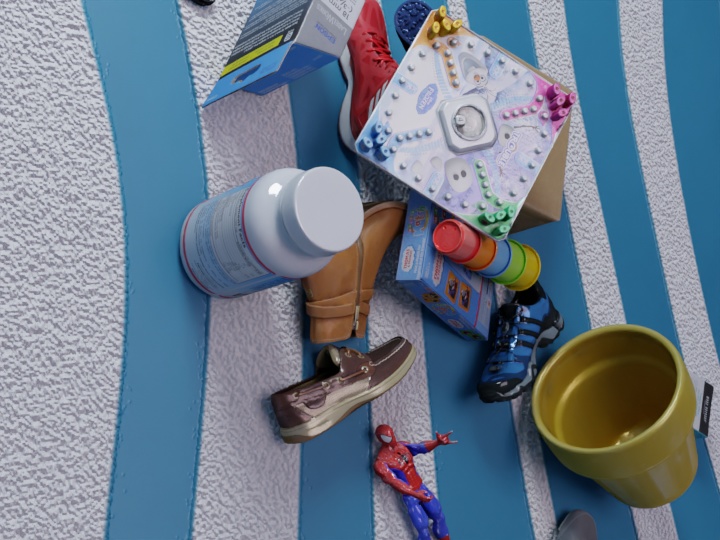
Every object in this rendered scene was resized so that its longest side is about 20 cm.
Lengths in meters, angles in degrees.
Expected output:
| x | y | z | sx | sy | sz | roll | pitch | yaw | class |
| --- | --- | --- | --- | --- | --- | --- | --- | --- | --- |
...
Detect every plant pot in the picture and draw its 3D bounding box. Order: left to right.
| x | y | z | sx | sy | sz | roll | pitch | yaw | class |
| --- | --- | --- | --- | --- | --- | --- | --- | --- | --- |
| 0.348 | 0.203 | 1.410 | 0.189 | 0.200 | 0.201 | 53 | 51 | -37 | plant pot |

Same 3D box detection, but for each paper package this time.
| x | y | z | sx | sy | sz | roll | pitch | yaw | class |
| --- | --- | --- | --- | --- | --- | --- | --- | --- | --- |
| 0.170 | -0.170 | 1.399 | 0.190 | 0.103 | 0.201 | 23 | 67 | -32 | paper package |

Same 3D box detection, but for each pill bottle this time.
| x | y | z | sx | sy | sz | roll | pitch | yaw | class |
| --- | --- | --- | --- | --- | --- | --- | --- | --- | --- |
| -0.090 | -0.040 | 1.089 | 0.108 | 0.199 | 0.110 | 10 | 73 | -38 | pill bottle |

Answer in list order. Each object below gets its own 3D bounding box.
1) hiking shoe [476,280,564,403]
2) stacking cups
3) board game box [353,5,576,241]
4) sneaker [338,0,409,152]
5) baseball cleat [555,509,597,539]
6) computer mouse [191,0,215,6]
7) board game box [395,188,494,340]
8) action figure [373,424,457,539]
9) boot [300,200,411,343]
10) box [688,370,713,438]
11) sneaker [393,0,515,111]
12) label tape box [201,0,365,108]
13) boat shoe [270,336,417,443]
| x | y | z | sx | sy | sz | roll | pitch | yaw | class |
| --- | --- | --- | --- | --- | --- | --- | --- | --- | --- |
| 0.187 | 0.087 | 1.371 | 0.087 | 0.074 | 0.200 | 62 | 39 | -20 | hiking shoe |
| 0.147 | -0.016 | 1.286 | 0.200 | 0.060 | 0.061 | 13 | 70 | -57 | stacking cups |
| 0.123 | -0.167 | 1.221 | 0.199 | 0.026 | 0.201 | 31 | 74 | -7 | board game box |
| 0.033 | -0.245 | 1.294 | 0.078 | 0.115 | 0.202 | 7 | 76 | -38 | sneaker |
| 0.283 | 0.392 | 1.356 | 0.070 | 0.106 | 0.201 | 31 | 60 | -24 | baseball cleat |
| -0.231 | -0.342 | 1.153 | 0.199 | 0.034 | 0.059 | 23 | 65 | -34 | computer mouse |
| 0.111 | -0.020 | 1.313 | 0.200 | 0.036 | 0.152 | 41 | 54 | -53 | board game box |
| 0.083 | 0.258 | 1.233 | 0.065 | 0.099 | 0.201 | -36 | 101 | -40 | action figure |
| 0.000 | 0.000 | 1.248 | 0.199 | 0.073 | 0.156 | -7 | 93 | -45 | boot |
| 0.427 | 0.169 | 1.565 | 0.199 | 0.049 | 0.083 | 31 | 62 | -30 | box |
| 0.115 | -0.238 | 1.297 | 0.200 | 0.070 | 0.078 | 53 | 9 | 1 | sneaker |
| -0.076 | -0.253 | 1.189 | 0.063 | 0.144 | 0.201 | 37 | 59 | -29 | label tape box |
| -0.019 | 0.113 | 1.199 | 0.199 | 0.072 | 0.072 | -31 | 101 | -33 | boat shoe |
